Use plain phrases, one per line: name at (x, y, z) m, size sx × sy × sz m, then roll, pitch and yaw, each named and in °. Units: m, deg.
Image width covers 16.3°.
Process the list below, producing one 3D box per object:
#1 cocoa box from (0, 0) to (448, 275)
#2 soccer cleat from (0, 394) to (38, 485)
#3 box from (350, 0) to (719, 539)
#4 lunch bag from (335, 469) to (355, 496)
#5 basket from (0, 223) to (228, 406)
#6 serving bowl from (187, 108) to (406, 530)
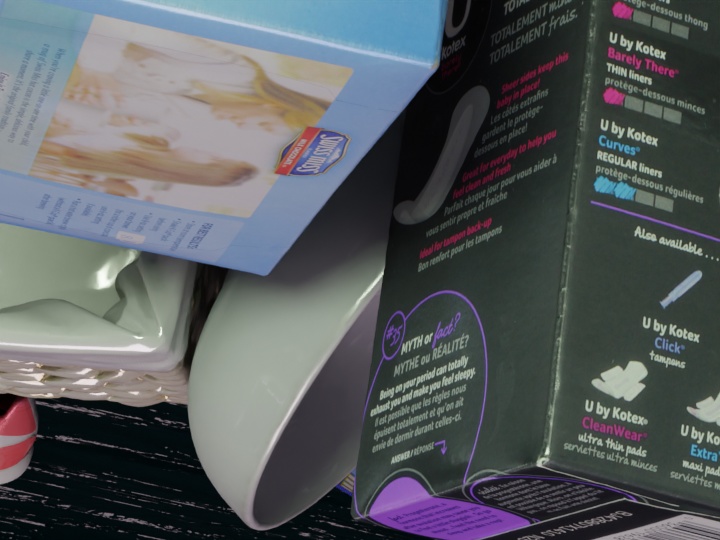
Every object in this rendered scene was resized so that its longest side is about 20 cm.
cocoa box at (-0.057, -0.094, 0.714) m, size 0.133 × 0.131 × 0.200 m, roll 12°, pitch 162°, yaw -12°
soccer cleat at (-0.281, 0.068, 1.434) m, size 0.200 × 0.068 × 0.073 m, roll 14°, pitch 138°, yaw -6°
box at (0.080, -0.013, 0.793) m, size 0.106 × 0.200 × 0.122 m, roll 16°, pitch 160°, yaw -24°
lunch bag at (-0.005, 0.057, 1.262) m, size 0.200 × 0.094 × 0.151 m, roll 22°, pitch 162°, yaw -3°
basket at (-0.145, -0.024, 0.964) m, size 0.200 × 0.136 × 0.123 m, roll 5°, pitch 164°, yaw 10°
serving bowl at (0.000, 0.000, 0.939) m, size 0.066 × 0.200 × 0.200 m, roll 38°, pitch 166°, yaw 12°
